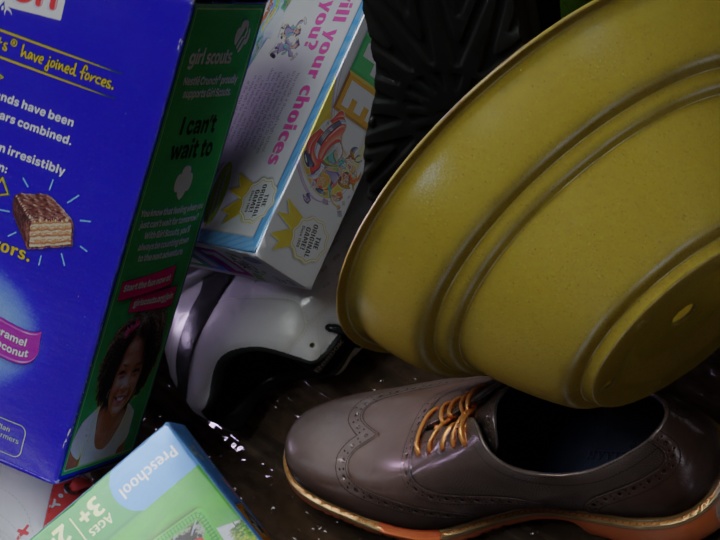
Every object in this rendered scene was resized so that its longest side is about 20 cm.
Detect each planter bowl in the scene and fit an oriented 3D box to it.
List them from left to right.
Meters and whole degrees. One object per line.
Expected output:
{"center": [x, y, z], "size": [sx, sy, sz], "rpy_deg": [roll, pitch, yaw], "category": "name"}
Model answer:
{"center": [0.095, -0.010, 0.992], "size": [0.200, 0.200, 0.084], "rpy_deg": [-39, 66, 2], "category": "planter bowl"}

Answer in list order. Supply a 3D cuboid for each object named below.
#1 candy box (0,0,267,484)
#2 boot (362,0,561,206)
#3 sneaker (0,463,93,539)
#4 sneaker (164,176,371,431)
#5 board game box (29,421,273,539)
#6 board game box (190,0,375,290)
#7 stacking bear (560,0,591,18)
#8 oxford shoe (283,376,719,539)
{"center": [-0.150, -0.041, 1.095], "size": [0.168, 0.077, 0.201], "rpy_deg": [21, 104, 16], "category": "candy box"}
{"center": [0.059, -0.116, 1.072], "size": [0.079, 0.212, 0.158], "rpy_deg": [11, 49, 13], "category": "boot"}
{"center": [-0.103, 0.135, 1.133], "size": [0.107, 0.067, 0.203], "rpy_deg": [-11, 59, 23], "category": "sneaker"}
{"center": [0.000, 0.000, 1.162], "size": [0.199, 0.074, 0.080], "rpy_deg": [-32, 53, 20], "category": "sneaker"}
{"center": [-0.065, 0.183, 1.040], "size": [0.151, 0.037, 0.200], "rpy_deg": [-40, 80, 2], "category": "board game box"}
{"center": [-0.032, -0.096, 1.156], "size": [0.134, 0.034, 0.201], "rpy_deg": [11, 72, 51], "category": "board game box"}
{"center": [0.071, -0.129, 1.177], "size": [0.199, 0.121, 0.114], "rpy_deg": [-34, 46, 17], "category": "stacking bear"}
{"center": [0.049, 0.063, 1.084], "size": [0.199, 0.073, 0.072], "rpy_deg": [-3, 60, 29], "category": "oxford shoe"}
